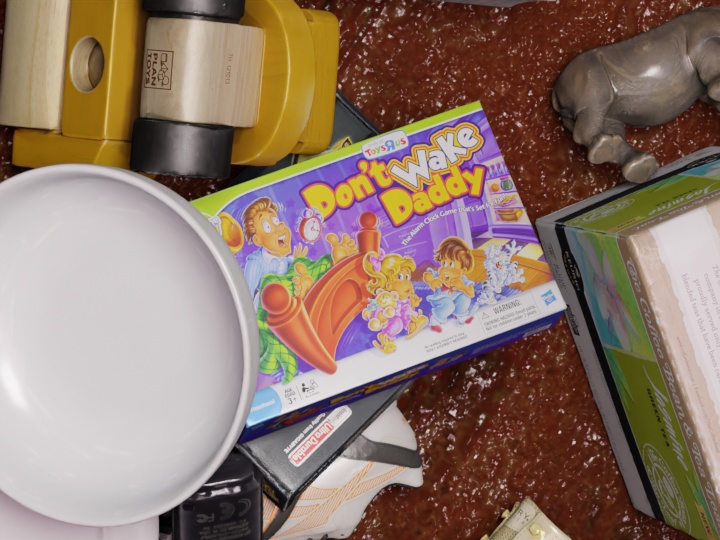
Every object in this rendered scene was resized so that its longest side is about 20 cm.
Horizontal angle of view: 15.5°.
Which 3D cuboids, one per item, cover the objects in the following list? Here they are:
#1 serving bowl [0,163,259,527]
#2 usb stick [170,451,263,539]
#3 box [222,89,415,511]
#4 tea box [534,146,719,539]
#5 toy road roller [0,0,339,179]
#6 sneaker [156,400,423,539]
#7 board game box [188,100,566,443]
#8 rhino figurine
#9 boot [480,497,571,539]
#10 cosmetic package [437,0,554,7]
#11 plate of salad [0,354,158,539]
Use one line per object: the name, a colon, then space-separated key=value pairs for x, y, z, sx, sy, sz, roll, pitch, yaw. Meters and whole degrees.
serving bowl: x=-0.140 y=0.036 z=1.467 sx=0.199 sy=0.066 sz=0.201 roll=4 pitch=102 yaw=20
usb stick: x=-0.083 y=0.184 z=1.549 sx=0.055 sy=0.033 sz=0.201 roll=-9 pitch=134 yaw=-12
box: x=-0.031 y=0.016 z=1.562 sx=0.159 sy=0.046 sz=0.200 roll=45 pitch=73 yaw=6
tea box: x=0.218 y=0.042 z=1.581 sx=0.133 sy=0.197 sz=0.201 roll=-22 pitch=97 yaw=-11
toy road roller: x=-0.102 y=-0.113 z=1.526 sx=0.146 sy=0.199 sz=0.124 roll=2 pitch=94 yaw=-45
sneaker: x=-0.048 y=0.144 z=1.590 sx=0.199 sy=0.074 sz=0.080 roll=-32 pitch=102 yaw=-9
board game box: x=0.000 y=0.000 z=1.522 sx=0.199 sy=0.045 sz=0.135 roll=-20 pitch=78 yaw=-13
rhino figurine: x=0.209 y=-0.125 z=1.629 sx=0.199 sy=0.088 sz=0.060 roll=-25 pitch=138 yaw=-11
boot: x=0.049 y=0.196 z=1.611 sx=0.200 sy=0.073 sz=0.156 roll=38 pitch=88 yaw=-17
cosmetic package: x=0.011 y=-0.203 z=1.562 sx=0.199 sy=0.113 sz=0.082 roll=2 pitch=93 yaw=-12
plate of salad: x=-0.215 y=0.142 z=1.554 sx=0.199 sy=0.048 sz=0.201 roll=1 pitch=104 yaw=4
